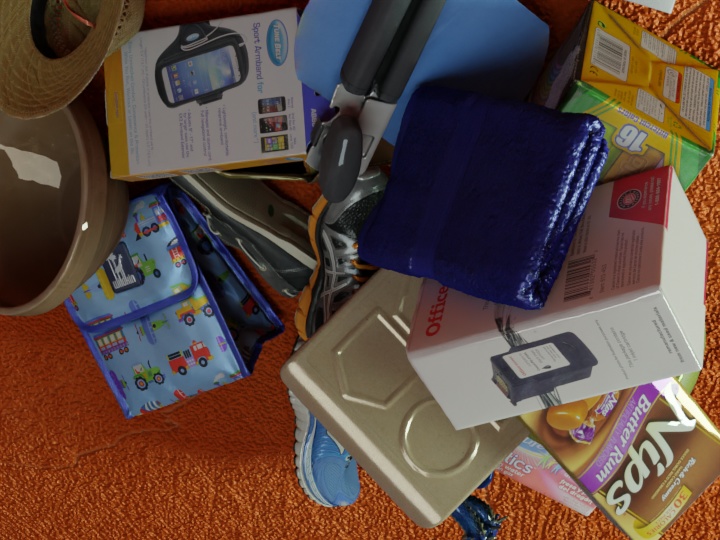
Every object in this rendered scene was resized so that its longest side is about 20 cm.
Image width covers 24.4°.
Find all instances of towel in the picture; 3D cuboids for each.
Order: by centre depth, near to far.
[{"bbox_3d":[0.090,-0.055,1.228,0.049,0.149,0.199,21,178,-38],"label":"towel"}]

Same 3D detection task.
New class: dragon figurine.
[{"bbox_3d":[0.087,0.152,1.423,0.098,0.059,0.202,10,99,6],"label":"dragon figurine"}]

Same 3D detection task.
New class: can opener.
[{"bbox_3d":[0.015,-0.139,1.253,0.053,0.067,0.201,9,129,-23],"label":"can opener"}]

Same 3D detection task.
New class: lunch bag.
[{"bbox_3d":[-0.189,0.013,1.524,0.150,0.094,0.201,-21,108,30],"label":"lunch bag"}]

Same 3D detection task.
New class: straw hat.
[{"bbox_3d":[-0.219,-0.212,1.328,0.200,0.203,0.085,-29,157,32],"label":"straw hat"}]

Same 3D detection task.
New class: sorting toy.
[{"bbox_3d":[0.062,0.080,1.368,0.200,0.036,0.185,-43,96,-1],"label":"sorting toy"}]

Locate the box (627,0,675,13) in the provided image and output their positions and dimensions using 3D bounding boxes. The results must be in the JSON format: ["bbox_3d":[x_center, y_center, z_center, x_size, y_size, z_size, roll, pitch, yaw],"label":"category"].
[{"bbox_3d":[0.152,-0.284,1.211,0.198,0.041,0.157,15,131,4],"label":"box"}]

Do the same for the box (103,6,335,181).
[{"bbox_3d":[-0.111,-0.142,1.353,0.198,0.041,0.120,-5,86,17],"label":"box"}]

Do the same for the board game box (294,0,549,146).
[{"bbox_3d":[0.044,-0.181,1.296,0.199,0.039,0.158,32,120,-30],"label":"board game box"}]

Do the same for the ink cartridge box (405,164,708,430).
[{"bbox_3d":[0.147,0.021,1.227,0.199,0.145,0.085,-17,124,26],"label":"ink cartridge box"}]

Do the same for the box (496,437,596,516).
[{"bbox_3d":[0.147,0.119,1.496,0.199,0.103,0.095,27,130,-7],"label":"box"}]

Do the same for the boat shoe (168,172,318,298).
[{"bbox_3d":[-0.111,-0.050,1.448,0.200,0.072,0.067,40,126,-21],"label":"boat shoe"}]

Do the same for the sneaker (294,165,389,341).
[{"bbox_3d":[0.000,0.000,1.412,0.078,0.077,0.201,-18,136,-29],"label":"sneaker"}]

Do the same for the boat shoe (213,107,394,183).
[{"bbox_3d":[-0.032,-0.102,1.387,0.198,0.068,0.072,-4,127,17],"label":"boat shoe"}]

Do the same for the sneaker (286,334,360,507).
[{"bbox_3d":[-0.015,0.149,1.578,0.088,0.079,0.201,5,129,14],"label":"sneaker"}]

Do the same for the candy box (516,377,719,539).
[{"bbox_3d":[0.210,0.125,1.361,0.117,0.056,0.200,-45,122,-3],"label":"candy box"}]

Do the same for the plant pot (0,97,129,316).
[{"bbox_3d":[-0.265,-0.060,1.440,0.092,0.202,0.200,5,147,-48],"label":"plant pot"}]

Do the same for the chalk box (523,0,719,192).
[{"bbox_3d":[0.178,-0.082,1.313,0.123,0.125,0.201,26,131,-7],"label":"chalk box"}]

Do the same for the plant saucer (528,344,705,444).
[{"bbox_3d":[0.199,0.061,1.412,0.198,0.031,0.202,-1,98,-4],"label":"plant saucer"}]
